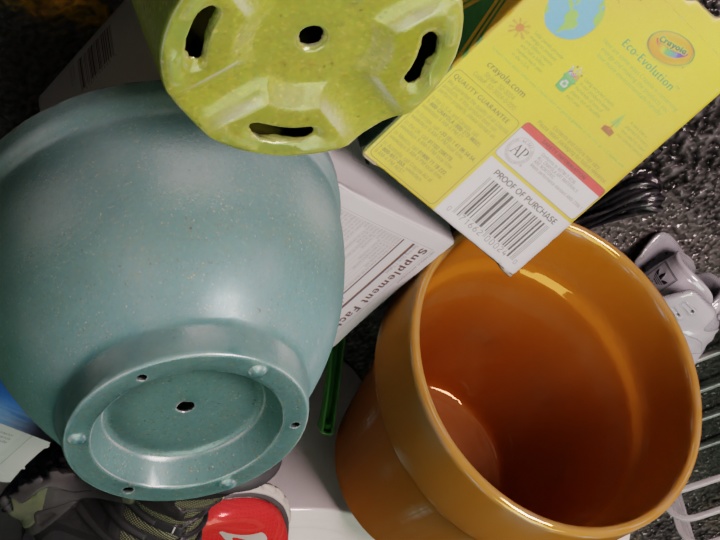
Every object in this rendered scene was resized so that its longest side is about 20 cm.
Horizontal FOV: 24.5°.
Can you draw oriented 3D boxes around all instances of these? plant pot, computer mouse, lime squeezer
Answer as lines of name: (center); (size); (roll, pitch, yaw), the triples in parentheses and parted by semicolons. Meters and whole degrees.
plant pot: (-0.093, 0.026, 0.811); (0.198, 0.135, 0.201); (-10, 141, -8)
computer mouse: (0.102, -0.056, 0.996); (0.109, 0.044, 0.199); (-15, 154, 30)
plant pot: (0.078, 0.094, 1.024); (0.198, 0.202, 0.183); (7, 152, -26)
plant pot: (-0.038, -0.160, 0.735); (0.198, 0.186, 0.201); (-9, 143, -7)
lime squeezer: (0.000, 0.000, 1.053); (0.037, 0.071, 0.201); (19, 110, -14)

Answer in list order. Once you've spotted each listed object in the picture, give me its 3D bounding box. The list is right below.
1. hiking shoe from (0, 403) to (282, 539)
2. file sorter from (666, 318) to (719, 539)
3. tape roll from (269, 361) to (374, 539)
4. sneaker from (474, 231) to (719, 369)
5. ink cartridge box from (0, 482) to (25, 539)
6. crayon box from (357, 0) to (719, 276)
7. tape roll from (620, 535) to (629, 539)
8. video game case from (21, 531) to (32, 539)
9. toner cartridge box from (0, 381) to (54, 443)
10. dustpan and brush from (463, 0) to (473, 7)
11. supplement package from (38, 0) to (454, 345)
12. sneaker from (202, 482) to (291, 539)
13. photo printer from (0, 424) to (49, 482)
hiking shoe: (-0.109, 0.131, 0.937); (0.199, 0.076, 0.101); (-16, 115, 37)
file sorter: (0.287, 0.139, 1.266); (0.123, 0.140, 0.200); (-20, 143, 12)
tape roll: (-0.079, 0.165, 1.171); (0.200, 0.140, 0.204); (-9, 142, -8)
sneaker: (0.165, 0.026, 1.137); (0.198, 0.076, 0.115); (15, 126, -27)
ink cartridge box: (-0.335, 0.241, 1.225); (0.143, 0.084, 0.201); (5, 138, -23)
crayon box: (0.108, -0.104, 0.876); (0.200, 0.051, 0.127); (-41, 122, 20)
tape roll: (0.108, 0.152, 1.167); (0.201, 0.205, 0.037); (13, 155, -32)
video game case: (-0.218, 0.228, 1.209); (0.019, 0.144, 0.201); (14, 142, 10)
toner cartridge box: (-0.165, 0.056, 0.967); (0.095, 0.043, 0.199); (-36, 138, 26)
dustpan and brush: (0.115, -0.145, 0.908); (0.198, 0.058, 0.140); (5, 139, -24)
supplement package: (-0.063, -0.056, 0.920); (0.199, 0.110, 0.114); (23, 129, -39)
sneaker: (-0.069, 0.204, 1.039); (0.076, 0.085, 0.201); (-14, 140, -1)
photo printer: (-0.221, 0.042, 1.023); (0.166, 0.070, 0.200); (24, 127, -39)
